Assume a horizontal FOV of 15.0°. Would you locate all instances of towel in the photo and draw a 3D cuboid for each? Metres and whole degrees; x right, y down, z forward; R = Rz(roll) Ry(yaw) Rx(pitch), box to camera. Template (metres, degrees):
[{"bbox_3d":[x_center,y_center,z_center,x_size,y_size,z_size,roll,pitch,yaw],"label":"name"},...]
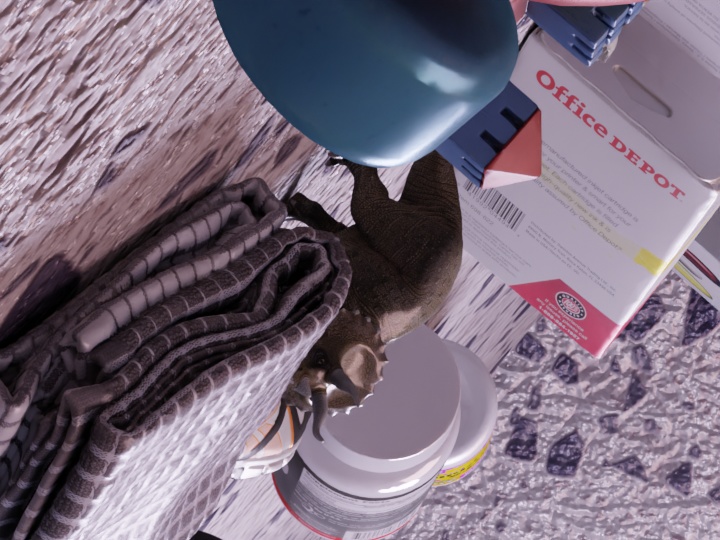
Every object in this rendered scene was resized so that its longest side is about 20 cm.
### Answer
[{"bbox_3d":[-0.099,0.069,1.135,0.200,0.085,0.166,-39,167,-52],"label":"towel"}]

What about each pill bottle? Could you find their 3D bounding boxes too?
[{"bbox_3d":[0.004,0.101,1.782,0.114,0.114,0.200,-46,172,-18],"label":"pill bottle"},{"bbox_3d":[0.058,0.119,2.220,0.104,0.104,0.200,-48,172,-6],"label":"pill bottle"}]

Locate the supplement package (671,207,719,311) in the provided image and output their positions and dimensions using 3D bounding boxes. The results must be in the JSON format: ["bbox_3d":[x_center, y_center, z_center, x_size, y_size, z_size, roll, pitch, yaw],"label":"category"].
[{"bbox_3d":[0.265,-0.081,2.059,0.147,0.200,0.191,-48,172,-4],"label":"supplement package"}]

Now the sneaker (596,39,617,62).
[{"bbox_3d":[0.124,-0.173,1.330,0.100,0.069,0.200,-55,177,-6],"label":"sneaker"}]

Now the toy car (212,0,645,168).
[{"bbox_3d":[-0.010,-0.123,0.449,0.184,0.177,0.200,-40,165,30],"label":"toy car"}]

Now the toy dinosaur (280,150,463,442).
[{"bbox_3d":[0.000,0.000,1.297,0.200,0.102,0.077,-42,171,-37],"label":"toy dinosaur"}]

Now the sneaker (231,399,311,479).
[{"bbox_3d":[-0.062,0.060,1.351,0.080,0.074,0.200,-55,171,24],"label":"sneaker"}]

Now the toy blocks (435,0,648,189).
[{"bbox_3d":[0.043,-0.121,0.805,0.200,0.137,0.100,-48,172,-10],"label":"toy blocks"}]

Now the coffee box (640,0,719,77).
[{"bbox_3d":[0.281,-0.204,1.477,0.198,0.199,0.200,-47,171,-21],"label":"coffee box"}]

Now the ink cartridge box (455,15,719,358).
[{"bbox_3d":[0.145,-0.062,1.658,0.083,0.145,0.200,-44,171,-35],"label":"ink cartridge box"}]

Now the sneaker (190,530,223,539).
[{"bbox_3d":[-0.100,0.150,1.371,0.076,0.113,0.200,-67,168,7],"label":"sneaker"}]
